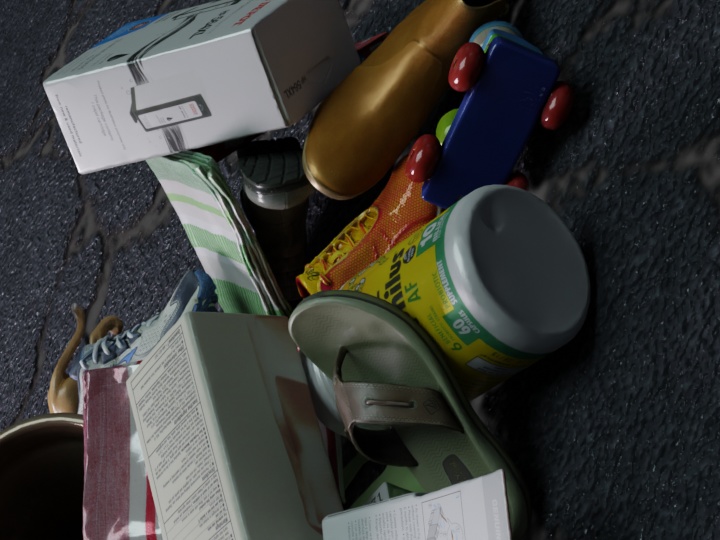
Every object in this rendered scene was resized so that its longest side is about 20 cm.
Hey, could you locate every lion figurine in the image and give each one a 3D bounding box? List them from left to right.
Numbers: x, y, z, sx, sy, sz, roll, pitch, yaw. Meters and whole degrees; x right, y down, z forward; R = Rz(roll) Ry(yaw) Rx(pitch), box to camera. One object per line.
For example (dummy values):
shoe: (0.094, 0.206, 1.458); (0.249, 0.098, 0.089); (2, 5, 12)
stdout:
lion figurine: (-0.217, 0.137, 1.582); (0.072, 0.200, 0.122); (-26, 14, 47)

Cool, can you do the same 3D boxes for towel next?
towel: (-0.110, 0.119, 1.337); (0.199, 0.023, 0.145); (-14, 62, 17)
towel: (-0.105, -0.005, 1.474); (0.023, 0.201, 0.152); (-32, 20, -17)

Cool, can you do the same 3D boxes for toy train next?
toy train: (0.071, -0.077, 1.319); (0.116, 0.084, 0.201); (-93, 27, -68)

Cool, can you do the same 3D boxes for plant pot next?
plant pot: (-0.209, 0.233, 1.441); (0.199, 0.175, 0.201); (-10, 62, 18)

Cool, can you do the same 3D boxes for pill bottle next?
pill bottle: (0.047, 0.035, 1.222); (0.200, 0.112, 0.113); (-35, 41, 45)

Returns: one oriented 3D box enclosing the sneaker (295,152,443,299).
sneaker: (0.000, 0.000, 1.376); (0.201, 0.077, 0.073); (-64, 26, -4)

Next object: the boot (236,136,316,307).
boot: (-0.057, -0.030, 1.462); (0.200, 0.067, 0.132); (-125, 28, -79)

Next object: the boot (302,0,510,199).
boot: (0.038, -0.151, 1.371); (0.144, 0.071, 0.202); (-47, 7, 50)

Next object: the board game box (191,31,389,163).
board game box: (-0.071, -0.136, 1.539); (0.200, 0.020, 0.103); (-35, 12, -29)

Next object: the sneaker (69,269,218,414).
sneaker: (-0.188, 0.078, 1.499); (0.201, 0.085, 0.077); (-58, -7, 11)

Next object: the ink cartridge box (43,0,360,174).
ink cartridge box: (-0.121, -0.155, 1.458); (0.199, 0.085, 0.146); (-11, 20, 29)

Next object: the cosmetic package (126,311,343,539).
cosmetic package: (-0.079, 0.138, 1.236); (0.103, 0.087, 0.201); (-43, 53, 44)

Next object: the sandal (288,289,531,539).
sandal: (0.027, 0.093, 1.150); (0.057, 0.201, 0.080); (-30, -14, -45)

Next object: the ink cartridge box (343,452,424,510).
ink cartridge box: (-0.005, 0.192, 1.273); (0.146, 0.048, 0.201); (-49, 34, 31)

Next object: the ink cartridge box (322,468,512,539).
ink cartridge box: (0.051, 0.229, 1.088); (0.176, 0.045, 0.201); (-23, 66, 48)
